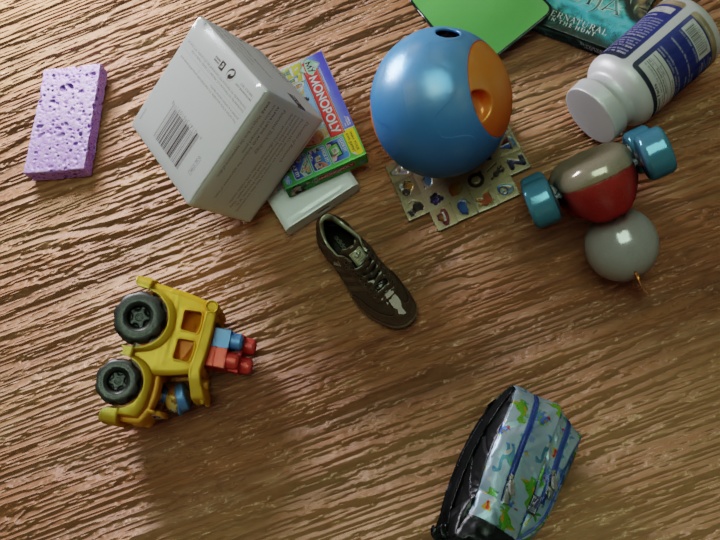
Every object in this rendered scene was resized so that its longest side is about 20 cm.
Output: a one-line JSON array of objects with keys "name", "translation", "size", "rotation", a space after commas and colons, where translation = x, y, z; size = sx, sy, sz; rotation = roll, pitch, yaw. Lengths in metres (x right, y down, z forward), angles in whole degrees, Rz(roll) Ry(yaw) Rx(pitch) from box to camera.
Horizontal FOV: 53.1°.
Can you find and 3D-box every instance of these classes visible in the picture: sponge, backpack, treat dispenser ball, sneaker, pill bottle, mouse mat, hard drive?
[{"name": "sponge", "translation": [-0.496, -0.251, 1.218], "size": [0.109, 0.030, 0.204], "rotation": [-2, 70, 10]}, {"name": "backpack", "translation": [0.176, 0.241, 0.862], "size": [0.151, 0.164, 0.203], "rotation": [12, 66, 5]}, {"name": "treat dispenser ball", "translation": [0.111, -0.231, 1.000], "size": [0.197, 0.201, 0.204], "rotation": [-3, 70, 9]}, {"name": "sneaker", "translation": [0.000, 0.000, 1.012], "size": [0.070, 0.076, 0.200], "rotation": [-42, 68, -6]}, {"name": "pill bottle", "translation": [0.396, -0.280, 1.018], "size": [0.199, 0.116, 0.116], "rotation": [-40, 69, -5]}, {"name": "mouse mat", "translation": [0.187, -0.426, 1.148], "size": [0.160, 0.008, 0.201], "rotation": [-36, 65, 9]}, {"name": "hard drive", "translation": [-0.105, -0.171, 1.119], "size": [0.131, 0.026, 0.201], "rotation": [-32, 68, -2]}]

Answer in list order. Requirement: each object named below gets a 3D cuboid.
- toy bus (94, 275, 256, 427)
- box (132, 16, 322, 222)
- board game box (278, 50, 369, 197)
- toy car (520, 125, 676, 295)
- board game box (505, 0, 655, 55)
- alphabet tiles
[{"name": "toy bus", "translation": [-0.247, 0.129, 0.995], "size": [0.189, 0.136, 0.203], "rotation": [14, 75, -2]}, {"name": "box", "translation": [-0.197, -0.216, 1.052], "size": [0.201, 0.130, 0.199], "rotation": [-51, 60, 17]}, {"name": "board game box", "translation": [-0.083, -0.227, 1.106], "size": [0.133, 0.029, 0.202], "rotation": [-24, 69, 2]}, {"name": "toy car", "translation": [0.333, -0.061, 0.955], "size": [0.182, 0.177, 0.203], "rotation": [-22, 97, 15]}, {"name": "board game box", "translation": [0.344, -0.416, 1.124], "size": [0.198, 0.028, 0.136], "rotation": [27, 78, 18]}, {"name": "alphabet tiles", "translation": [0.144, -0.155, 1.079], "size": [0.197, 0.006, 0.168], "rotation": [-23, 68, 1]}]
